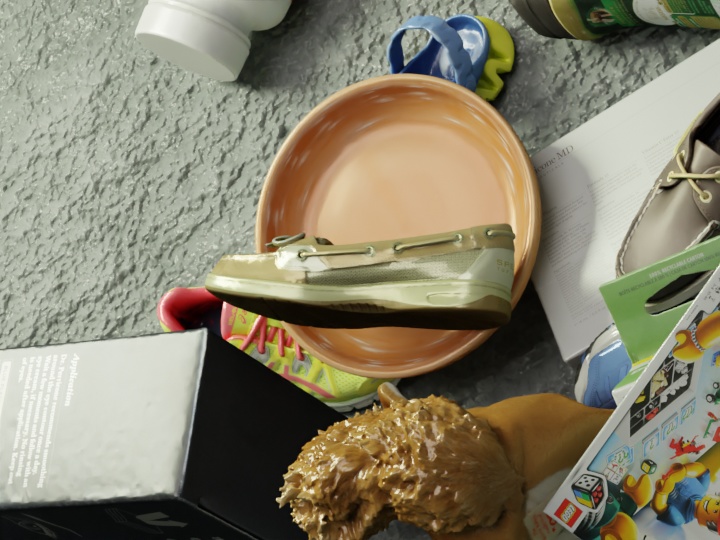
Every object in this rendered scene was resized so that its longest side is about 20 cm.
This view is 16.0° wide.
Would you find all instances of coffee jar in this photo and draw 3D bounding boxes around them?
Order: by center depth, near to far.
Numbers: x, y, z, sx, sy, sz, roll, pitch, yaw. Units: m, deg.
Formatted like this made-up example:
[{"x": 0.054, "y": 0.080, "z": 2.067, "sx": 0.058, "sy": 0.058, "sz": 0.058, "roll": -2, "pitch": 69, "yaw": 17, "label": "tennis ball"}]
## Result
[{"x": 0.199, "y": -0.206, "z": 1.686, "sx": 0.199, "sy": 0.085, "sz": 0.105, "roll": 1, "pitch": 66, "yaw": 33, "label": "coffee jar"}]

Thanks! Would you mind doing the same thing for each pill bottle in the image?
[{"x": -0.089, "y": -0.246, "z": 1.883, "sx": 0.111, "sy": 0.111, "sz": 0.201, "roll": 16, "pitch": 78, "yaw": 38, "label": "pill bottle"}]

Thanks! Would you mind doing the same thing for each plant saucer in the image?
[{"x": 0.027, "y": -0.027, "z": 1.673, "sx": 0.199, "sy": 0.037, "sz": 0.201, "roll": -5, "pitch": 78, "yaw": 24, "label": "plant saucer"}]

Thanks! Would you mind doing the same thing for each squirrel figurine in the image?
[{"x": 0.046, "y": 0.121, "z": 1.575, "sx": 0.186, "sy": 0.200, "sz": 0.142, "roll": 18, "pitch": 89, "yaw": 51, "label": "squirrel figurine"}]

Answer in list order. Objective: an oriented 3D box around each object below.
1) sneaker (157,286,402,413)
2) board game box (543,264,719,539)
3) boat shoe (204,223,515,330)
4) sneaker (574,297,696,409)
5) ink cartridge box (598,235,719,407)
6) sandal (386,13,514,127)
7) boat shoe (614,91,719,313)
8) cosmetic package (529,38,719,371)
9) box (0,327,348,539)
[{"x": -0.055, "y": 0.045, "z": 1.741, "sx": 0.199, "sy": 0.090, "sz": 0.078, "roll": 0, "pitch": 67, "yaw": 32, "label": "sneaker"}, {"x": 0.209, "y": 0.096, "z": 1.446, "sx": 0.126, "sy": 0.035, "sz": 0.200, "roll": 37, "pitch": 112, "yaw": 9, "label": "board game box"}, {"x": 0.000, "y": -0.001, "z": 1.623, "sx": 0.200, "sy": 0.073, "sz": 0.063, "roll": 1, "pitch": 76, "yaw": 22, "label": "boat shoe"}, {"x": 0.219, "y": 0.061, "z": 1.557, "sx": 0.199, "sy": 0.076, "sz": 0.077, "roll": -16, "pitch": 56, "yaw": 29, "label": "sneaker"}, {"x": 0.217, "y": 0.087, "z": 1.494, "sx": 0.104, "sy": 0.059, "sz": 0.201, "roll": -24, "pitch": 92, "yaw": 24, "label": "ink cartridge box"}, {"x": 0.039, "y": -0.092, "z": 1.744, "sx": 0.079, "sy": 0.087, "sz": 0.201, "roll": 3, "pitch": 73, "yaw": 33, "label": "sandal"}, {"x": 0.219, "y": -0.063, "z": 1.552, "sx": 0.200, "sy": 0.060, "sz": 0.072, "roll": -48, "pitch": 53, "yaw": -3, "label": "boat shoe"}, {"x": 0.198, "y": -0.043, "z": 1.635, "sx": 0.200, "sy": 0.052, "sz": 0.151, "roll": -32, "pitch": 56, "yaw": 19, "label": "cosmetic package"}, {"x": -0.133, "y": 0.131, "z": 1.686, "sx": 0.199, "sy": 0.197, "sz": 0.118, "roll": -6, "pitch": 65, "yaw": 32, "label": "box"}]
